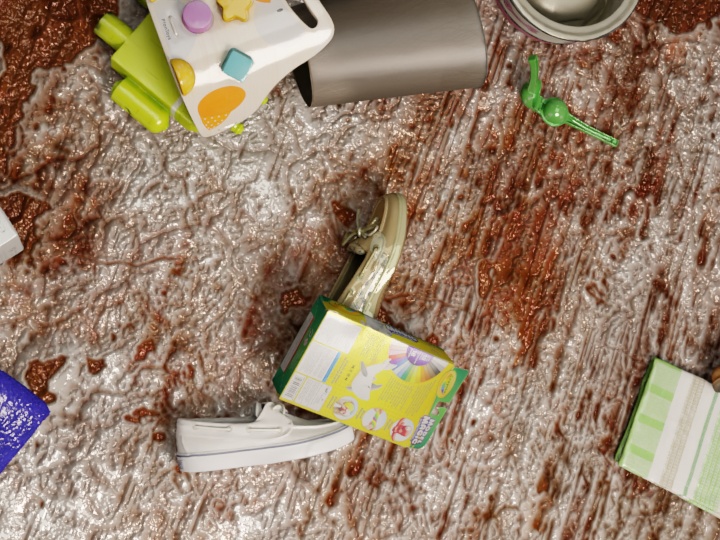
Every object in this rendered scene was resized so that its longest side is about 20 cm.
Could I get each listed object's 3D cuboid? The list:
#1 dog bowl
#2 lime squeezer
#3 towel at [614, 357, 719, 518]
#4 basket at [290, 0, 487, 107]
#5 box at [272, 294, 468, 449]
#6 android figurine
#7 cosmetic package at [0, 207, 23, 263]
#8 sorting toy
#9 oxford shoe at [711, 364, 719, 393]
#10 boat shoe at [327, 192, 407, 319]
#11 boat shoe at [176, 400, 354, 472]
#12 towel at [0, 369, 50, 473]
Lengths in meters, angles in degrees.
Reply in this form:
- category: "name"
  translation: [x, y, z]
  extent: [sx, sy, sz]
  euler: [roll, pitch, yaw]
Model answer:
- category: "dog bowl"
  translation: [0.248, -0.373, 1.381]
  extent: [0.197, 0.074, 0.204]
  euler: [2, 84, -15]
- category: "lime squeezer"
  translation: [0.241, -0.208, 1.368]
  extent: [0.199, 0.070, 0.038]
  euler: [35, 56, -39]
- category: "towel"
  translation: [0.423, 0.215, 1.391]
  extent: [0.198, 0.031, 0.151]
  euler: [27, 75, -9]
- category: "basket"
  translation: [0.022, -0.264, 1.275]
  extent: [0.197, 0.137, 0.182]
  euler: [-16, 57, -11]
- category: "box"
  translation: [0.015, 0.118, 1.237]
  extent: [0.198, 0.048, 0.118]
  euler: [25, 103, -24]
- category: "android figurine"
  translation: [-0.196, -0.239, 1.259]
  extent: [0.199, 0.041, 0.183]
  euler: [37, 75, -6]
- category: "cosmetic package"
  translation: [-0.480, -0.057, 1.120]
  extent: [0.199, 0.123, 0.201]
  euler: [-35, 94, -15]
- category: "sorting toy"
  translation: [-0.128, -0.276, 1.188]
  extent: [0.178, 0.107, 0.203]
  euler: [-21, 86, -1]
- category: "oxford shoe"
  translation: [0.509, 0.100, 1.407]
  extent: [0.198, 0.072, 0.072]
  euler: [-18, 68, -28]
- category: "boat shoe"
  translation: [0.000, 0.000, 1.270]
  extent: [0.062, 0.073, 0.203]
  euler: [21, 79, -15]
- category: "boat shoe"
  translation: [-0.104, 0.176, 1.222]
  extent: [0.197, 0.073, 0.067]
  euler: [-7, 90, -17]
- category: "towel"
  translation: [-0.420, 0.145, 1.095]
  extent: [0.148, 0.049, 0.200]
  euler: [-49, 130, -4]
